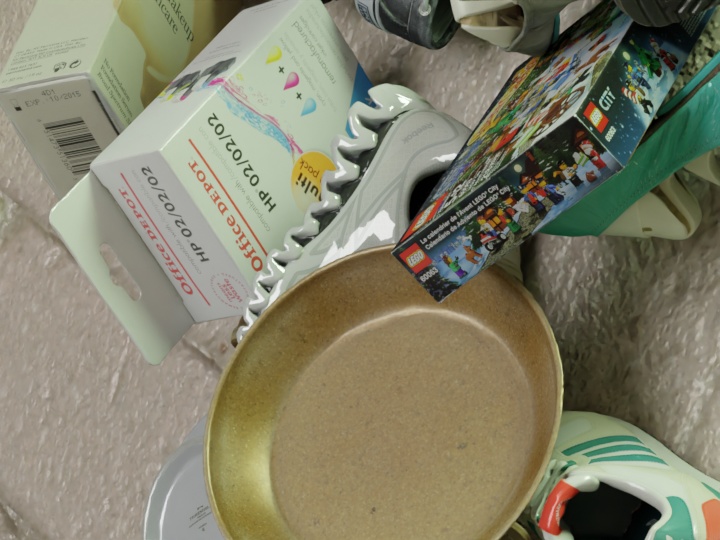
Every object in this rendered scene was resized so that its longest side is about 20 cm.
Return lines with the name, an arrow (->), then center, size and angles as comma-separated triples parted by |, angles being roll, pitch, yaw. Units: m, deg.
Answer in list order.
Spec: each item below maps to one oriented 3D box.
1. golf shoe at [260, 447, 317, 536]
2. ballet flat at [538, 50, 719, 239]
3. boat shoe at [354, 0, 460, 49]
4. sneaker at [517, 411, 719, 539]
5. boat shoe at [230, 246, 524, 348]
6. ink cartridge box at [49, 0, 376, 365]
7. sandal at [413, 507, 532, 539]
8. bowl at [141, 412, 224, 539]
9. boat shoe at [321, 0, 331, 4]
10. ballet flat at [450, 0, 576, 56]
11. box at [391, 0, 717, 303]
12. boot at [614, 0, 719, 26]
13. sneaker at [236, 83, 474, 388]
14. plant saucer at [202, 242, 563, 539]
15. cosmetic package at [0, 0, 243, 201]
golf shoe -> 0.021, 0.100, 1.593 | 0.200, 0.088, 0.077 | -43, 65, -14
ballet flat -> 0.164, -0.056, 1.505 | 0.200, 0.067, 0.071 | -39, 89, 34
boat shoe -> 0.069, -0.219, 1.666 | 0.068, 0.074, 0.200 | 29, 87, 36
sneaker -> 0.115, 0.112, 1.484 | 0.199, 0.093, 0.071 | 26, 97, 51
boat shoe -> 0.011, 0.009, 1.669 | 0.199, 0.071, 0.065 | -16, 61, 36
ink cartridge box -> -0.071, -0.052, 1.669 | 0.068, 0.115, 0.200 | -10, 31, 47
sandal -> 0.035, 0.174, 1.582 | 0.212, 0.077, 0.070 | -57, 1, 40
bowl -> -0.062, 0.149, 1.687 | 0.201, 0.090, 0.202 | -21, 61, 45
boat shoe -> -0.024, -0.191, 1.777 | 0.201, 0.071, 0.066 | 15, 99, 60
ballet flat -> 0.075, -0.149, 1.517 | 0.200, 0.063, 0.068 | 128, 127, -80
box -> 0.104, -0.079, 1.513 | 0.136, 0.038, 0.200 | -37, 12, 36
boot -> 0.179, -0.200, 1.529 | 0.200, 0.181, 0.073 | -111, 5, -68
sneaker -> 0.000, 0.000, 1.590 | 0.081, 0.075, 0.201 | 26, 89, 34
plant saucer -> 0.016, 0.082, 1.512 | 0.199, 0.035, 0.201 | -12, 59, 21
cosmetic package -> -0.142, -0.142, 1.801 | 0.071, 0.105, 0.201 | -8, 42, 27
